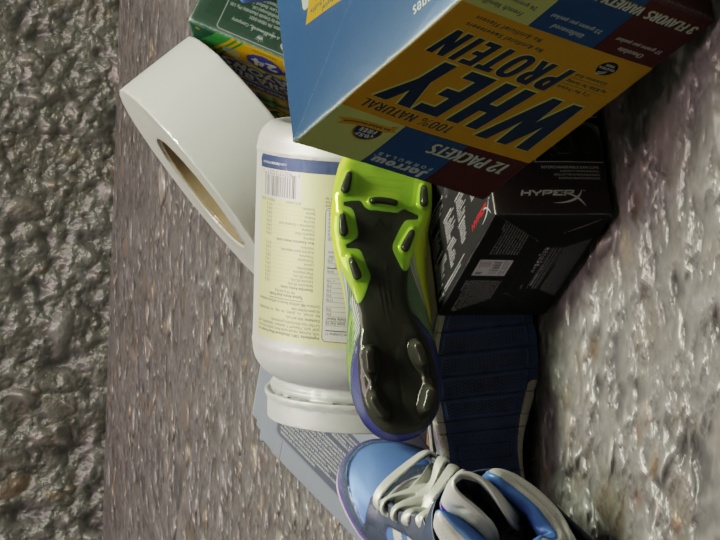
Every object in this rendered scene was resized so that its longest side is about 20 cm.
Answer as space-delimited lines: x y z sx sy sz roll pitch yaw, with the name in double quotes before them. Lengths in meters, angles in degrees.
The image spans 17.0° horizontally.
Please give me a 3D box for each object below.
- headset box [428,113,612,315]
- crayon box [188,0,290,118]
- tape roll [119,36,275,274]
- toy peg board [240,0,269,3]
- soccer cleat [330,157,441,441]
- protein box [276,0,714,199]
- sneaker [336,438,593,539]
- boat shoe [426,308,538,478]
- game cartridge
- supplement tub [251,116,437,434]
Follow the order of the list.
"headset box" 0.086 -0.092 1.474 0.149 0.077 0.201 115 152 -62
"crayon box" -0.060 -0.158 1.885 0.200 0.125 0.052 80 -146 -76
"tape roll" -0.096 -0.079 1.837 0.203 0.071 0.202 50 172 10
"toy peg board" -0.019 -0.231 1.676 0.199 0.199 0.098 -115 20 -60
"soccer cleat" 0.013 0.007 1.496 0.084 0.065 0.201 127 139 -80
"protein box" 0.061 -0.182 1.305 0.198 0.135 0.200 -38 49 42
"sneaker" 0.056 0.136 1.420 0.200 0.081 0.147 40 160 30
"boat shoe" 0.071 0.094 1.553 0.072 0.072 0.201 -159 69 -77
"game cartridge" -0.004 0.127 1.780 0.200 0.041 0.133 43 136 31
"supplement tub" 0.000 0.000 1.614 0.145 0.145 0.201 -147 58 -75
